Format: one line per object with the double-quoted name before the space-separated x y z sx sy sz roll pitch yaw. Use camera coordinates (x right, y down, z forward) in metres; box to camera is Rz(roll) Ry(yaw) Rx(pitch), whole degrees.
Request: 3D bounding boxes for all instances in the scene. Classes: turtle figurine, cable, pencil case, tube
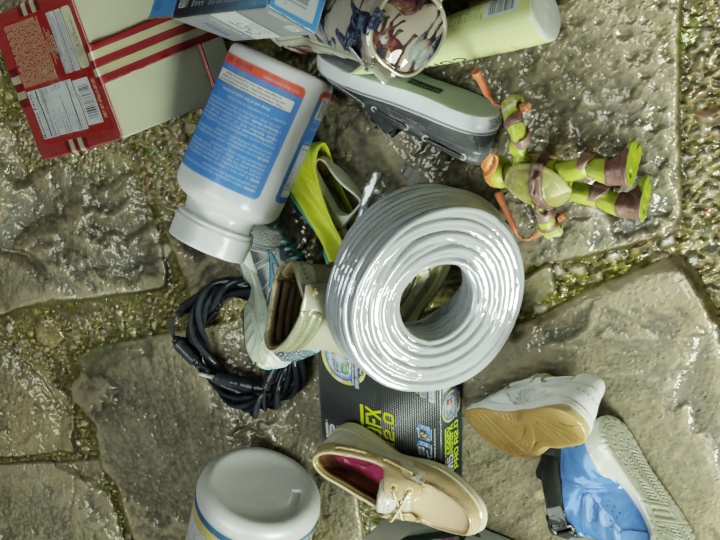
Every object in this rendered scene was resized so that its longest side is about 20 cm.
"turtle figurine" 0.170 -0.090 1.362 0.161 0.064 0.200 6 133 30
"cable" -0.130 0.086 1.726 0.200 0.051 0.163 -29 92 43
"pencil case" -0.011 -0.226 1.397 0.200 0.089 0.078 24 152 54
"tube" 0.086 -0.211 1.395 0.200 0.058 0.052 -9 67 36
"cable" 0.065 0.018 1.440 0.200 0.200 0.069 -64 32 10

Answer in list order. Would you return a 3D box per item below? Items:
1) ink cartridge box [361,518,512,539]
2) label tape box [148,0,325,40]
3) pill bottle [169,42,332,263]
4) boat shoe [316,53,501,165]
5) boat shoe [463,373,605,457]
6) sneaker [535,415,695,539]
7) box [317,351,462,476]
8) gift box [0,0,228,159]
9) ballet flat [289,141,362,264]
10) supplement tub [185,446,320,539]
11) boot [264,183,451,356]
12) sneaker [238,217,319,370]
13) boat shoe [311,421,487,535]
"ink cartridge box" 0.083 0.327 1.590 0.200 0.173 0.044 17 121 31
"label tape box" -0.102 -0.293 1.424 0.200 0.063 0.145 7 78 51
"pill bottle" -0.115 -0.114 1.512 0.112 0.112 0.200 28 97 26
"boat shoe" 0.041 -0.156 1.461 0.200 0.070 0.066 23 123 20
"boat shoe" 0.175 0.135 1.498 0.071 0.069 0.200 46 155 -15
"sneaker" 0.246 0.249 1.484 0.111 0.077 0.200 -33 85 38
"box" 0.031 0.150 1.632 0.160 0.044 0.200 16 121 32
"gift box" -0.230 -0.218 1.559 0.200 0.187 0.185 -1 111 45
"ballet flat" -0.015 -0.043 1.564 0.067 0.067 0.200 -28 91 28
"supplement tub" -0.133 0.322 1.782 0.145 0.145 0.200 32 128 23
"boot" 0.000 0.000 1.486 0.072 0.154 0.200 46 119 47
"sneaker" -0.077 0.001 1.616 0.086 0.078 0.201 -11 84 25
"boat shoe" 0.036 0.229 1.590 0.200 0.069 0.074 23 125 29
